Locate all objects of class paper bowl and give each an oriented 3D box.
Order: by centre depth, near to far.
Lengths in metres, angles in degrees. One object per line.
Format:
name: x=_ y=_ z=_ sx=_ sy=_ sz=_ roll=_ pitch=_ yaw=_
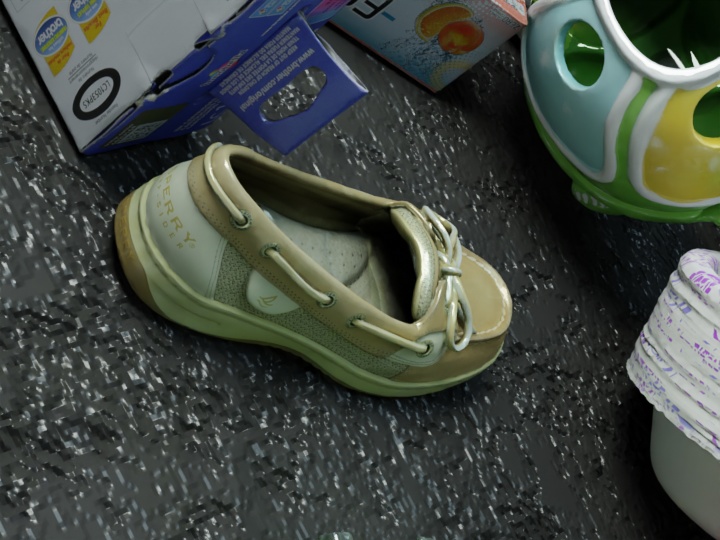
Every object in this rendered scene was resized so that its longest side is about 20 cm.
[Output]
paper bowl: x=0.213 y=0.080 z=0.816 sx=0.200 sy=0.105 sz=0.201 roll=26 pitch=13 yaw=-7

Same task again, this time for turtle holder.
turtle holder: x=0.145 y=-0.085 z=0.836 sx=0.132 sy=0.140 sz=0.187 roll=66 pitch=23 yaw=-76

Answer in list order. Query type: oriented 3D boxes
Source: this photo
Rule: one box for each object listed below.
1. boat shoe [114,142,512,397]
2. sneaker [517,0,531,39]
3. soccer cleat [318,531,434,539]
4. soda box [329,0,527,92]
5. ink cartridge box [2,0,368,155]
boat shoe: x=-0.001 y=-0.002 z=0.696 sx=0.200 sy=0.063 sz=0.074 roll=20 pitch=49 yaw=-42
sneaker: x=0.105 y=-0.150 z=0.955 sx=0.201 sy=0.072 sz=0.072 roll=55 pitch=2 yaw=6
soccer cleat: x=0.033 y=0.147 z=0.623 sx=0.199 sy=0.067 sz=0.082 roll=27 pitch=57 yaw=-37
soda box: x=-0.014 y=-0.164 z=0.809 sx=0.199 sy=0.063 sz=0.069 roll=31 pitch=42 yaw=-35
ink cartridge box: x=-0.072 y=-0.136 z=0.650 sx=0.076 sy=0.136 sz=0.201 roll=-18 pitch=78 yaw=-49
